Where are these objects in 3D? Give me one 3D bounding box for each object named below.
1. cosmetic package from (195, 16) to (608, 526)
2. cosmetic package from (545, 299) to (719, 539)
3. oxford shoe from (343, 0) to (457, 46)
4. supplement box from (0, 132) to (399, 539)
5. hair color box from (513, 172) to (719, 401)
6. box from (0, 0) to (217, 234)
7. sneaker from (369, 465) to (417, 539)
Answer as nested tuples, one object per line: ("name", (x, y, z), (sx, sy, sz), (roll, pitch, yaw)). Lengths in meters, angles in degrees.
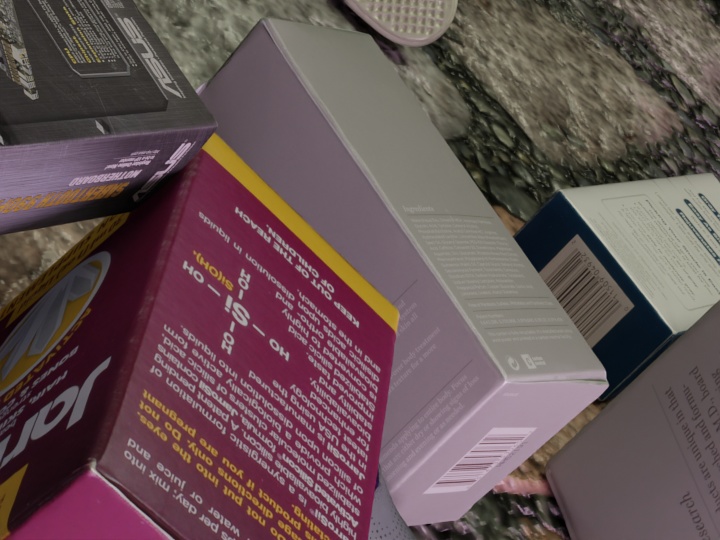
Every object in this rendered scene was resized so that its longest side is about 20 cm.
("cosmetic package", (0.000, 0.000, 0.900), (0.090, 0.107, 0.201), (3, 49, -51))
("cosmetic package", (0.224, 0.108, 0.948), (0.164, 0.200, 0.166), (22, 33, -36))
("oxford shoe", (-0.010, -0.213, 1.231), (0.200, 0.075, 0.058), (52, -8, 11))
("supplement box", (-0.072, 0.069, 0.668), (0.103, 0.131, 0.200), (43, 25, -19))
("hair color box", (0.165, 0.005, 1.164), (0.100, 0.061, 0.199), (53, 29, 17))
("box", (-0.149, -0.103, 0.632), (0.201, 0.048, 0.158), (55, 26, 10))
("sneaker", (-0.031, 0.052, 0.801), (0.200, 0.088, 0.074), (43, 27, -1))
